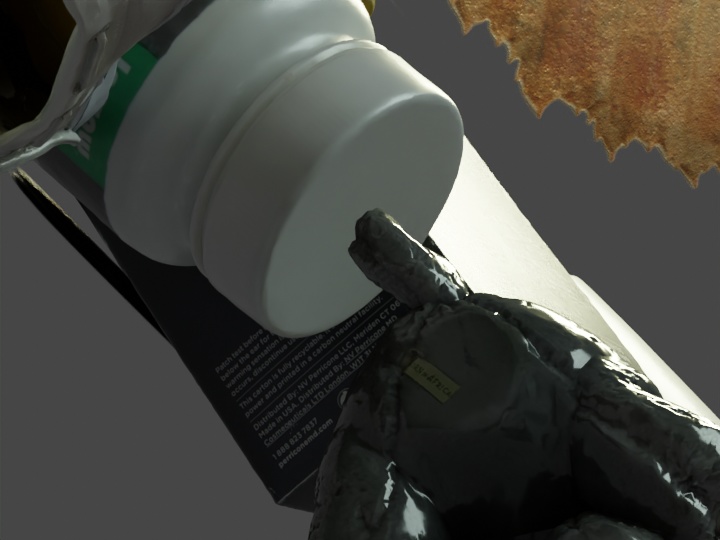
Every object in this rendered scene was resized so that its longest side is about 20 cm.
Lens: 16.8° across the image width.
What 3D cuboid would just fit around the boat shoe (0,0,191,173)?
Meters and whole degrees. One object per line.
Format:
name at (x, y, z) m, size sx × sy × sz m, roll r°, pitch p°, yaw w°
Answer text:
boat shoe at (-0.107, -0.061, 0.692) m, size 0.075 × 0.086 × 0.202 m, roll 55°, pitch -28°, yaw -9°

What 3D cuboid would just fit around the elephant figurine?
elephant figurine at (0.056, 0.110, 0.725) m, size 0.141 × 0.156 × 0.200 m, roll 14°, pitch -27°, yaw 25°

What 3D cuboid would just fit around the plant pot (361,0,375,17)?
plant pot at (-0.104, -0.176, 1.202) m, size 0.200 × 0.195 × 0.194 m, roll 52°, pitch 3°, yaw 22°

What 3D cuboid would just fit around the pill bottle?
pill bottle at (-0.067, -0.074, 0.817) m, size 0.200 × 0.113 × 0.113 m, roll 39°, pitch -3°, yaw 26°

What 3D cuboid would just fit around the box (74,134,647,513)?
box at (0.000, 0.000, 0.946) m, size 0.183 × 0.104 × 0.200 m, roll 55°, pitch 13°, yaw 24°

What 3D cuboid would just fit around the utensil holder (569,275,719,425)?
utensil holder at (0.145, 0.128, 1.516) m, size 0.200 × 0.170 × 0.170 m, roll 48°, pitch 1°, yaw 20°
